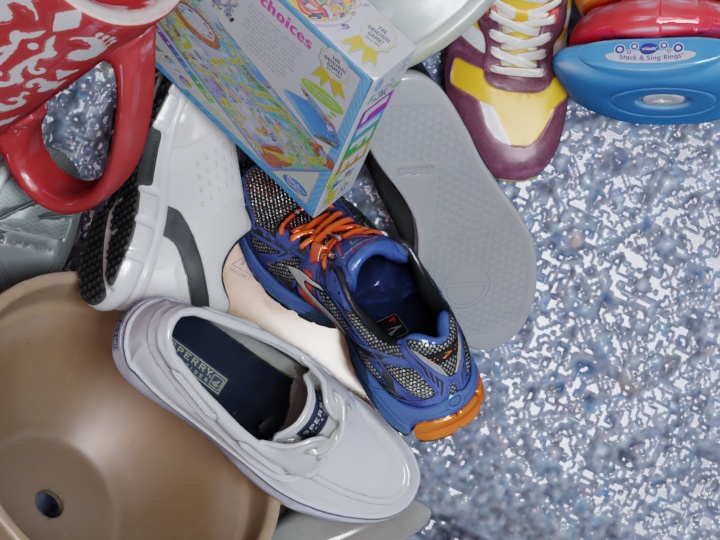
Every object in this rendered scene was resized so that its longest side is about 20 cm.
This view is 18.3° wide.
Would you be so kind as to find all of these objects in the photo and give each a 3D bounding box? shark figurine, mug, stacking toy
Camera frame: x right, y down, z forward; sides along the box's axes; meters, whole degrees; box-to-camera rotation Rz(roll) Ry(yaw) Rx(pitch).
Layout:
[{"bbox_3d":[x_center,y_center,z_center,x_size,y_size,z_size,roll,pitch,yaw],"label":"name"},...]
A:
[{"bbox_3d":[-0.061,0.206,1.248,0.128,0.090,0.215,25,94,-2],"label":"shark figurine"},{"bbox_3d":[-0.168,-0.132,1.145,0.177,0.200,0.134,29,57,-30],"label":"mug"},{"bbox_3d":[0.170,-0.190,1.243,0.116,0.110,0.201,0,79,14],"label":"stacking toy"}]

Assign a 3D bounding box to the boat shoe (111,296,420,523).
[{"bbox_3d":[-0.040,0.079,1.189,0.200,0.065,0.074,29,74,-27],"label":"boat shoe"}]

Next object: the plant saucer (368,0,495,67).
[{"bbox_3d":[-0.001,-0.197,1.216,0.200,0.050,0.201,-14,57,22],"label":"plant saucer"}]

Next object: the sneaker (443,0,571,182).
[{"bbox_3d":[0.085,-0.150,1.261,0.075,0.090,0.201,-2,91,-4],"label":"sneaker"}]

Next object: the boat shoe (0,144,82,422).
[{"bbox_3d":[-0.214,0.022,1.266,0.074,0.065,0.203,15,96,-24],"label":"boat shoe"}]

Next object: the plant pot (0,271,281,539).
[{"bbox_3d":[-0.150,0.108,1.210,0.201,0.201,0.093,47,130,-4],"label":"plant pot"}]

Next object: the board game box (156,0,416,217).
[{"bbox_3d":[-0.069,-0.136,1.162,0.200,0.135,0.034,44,59,10],"label":"board game box"}]

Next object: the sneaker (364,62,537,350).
[{"bbox_3d":[0.041,-0.050,1.276,0.071,0.099,0.200,-27,124,0],"label":"sneaker"}]

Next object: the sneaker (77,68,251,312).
[{"bbox_3d":[-0.098,-0.056,1.248,0.080,0.074,0.201,25,63,-27],"label":"sneaker"}]

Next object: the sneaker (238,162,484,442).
[{"bbox_3d":[0.000,0.000,1.226,0.075,0.079,0.200,-33,59,-22],"label":"sneaker"}]

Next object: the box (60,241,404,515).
[{"bbox_3d":[-0.073,0.068,1.290,0.200,0.021,0.164,29,90,-5],"label":"box"}]
